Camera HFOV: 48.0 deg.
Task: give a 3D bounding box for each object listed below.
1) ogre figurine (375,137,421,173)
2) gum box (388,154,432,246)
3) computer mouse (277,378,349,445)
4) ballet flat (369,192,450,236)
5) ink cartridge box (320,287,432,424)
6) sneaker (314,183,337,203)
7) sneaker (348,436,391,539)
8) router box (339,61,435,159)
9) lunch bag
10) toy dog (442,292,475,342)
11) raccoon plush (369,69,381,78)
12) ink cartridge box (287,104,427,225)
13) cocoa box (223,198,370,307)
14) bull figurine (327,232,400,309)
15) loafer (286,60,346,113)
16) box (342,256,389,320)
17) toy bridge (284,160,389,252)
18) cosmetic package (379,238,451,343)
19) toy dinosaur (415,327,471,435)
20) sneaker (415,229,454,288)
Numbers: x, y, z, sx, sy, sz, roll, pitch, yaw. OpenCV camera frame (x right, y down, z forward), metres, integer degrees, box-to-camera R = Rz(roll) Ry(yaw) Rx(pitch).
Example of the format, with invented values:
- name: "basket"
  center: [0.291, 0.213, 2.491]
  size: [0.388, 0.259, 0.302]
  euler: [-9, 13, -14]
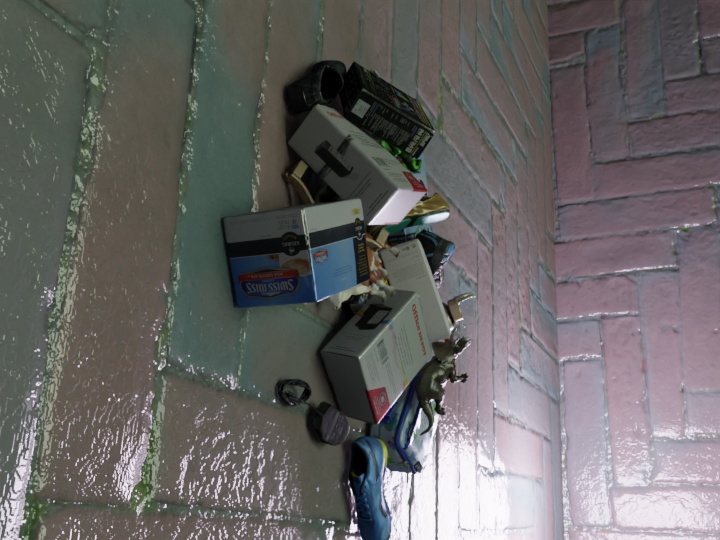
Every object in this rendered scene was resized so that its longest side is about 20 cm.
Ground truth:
- name: "ogre figurine"
  center: [0.045, -0.210, 1.554]
  size: [0.200, 0.098, 0.120]
  euler: [-28, 114, -24]
- name: "gum box"
  center: [0.100, -0.153, 1.741]
  size: [0.170, 0.044, 0.201]
  euler: [-18, 101, -65]
- name: "computer mouse"
  center: [-0.078, 0.224, 1.286]
  size: [0.200, 0.034, 0.059]
  euler: [51, 57, -44]
- name: "ballet flat"
  center: [0.091, -0.115, 1.636]
  size: [0.199, 0.069, 0.063]
  euler: [-15, 70, -32]
- name: "ink cartridge box"
  center: [0.033, 0.145, 1.417]
  size: [0.200, 0.083, 0.146]
  euler: [-45, 129, -42]
- name: "sneaker"
  center: [-0.033, -0.120, 1.395]
  size: [0.200, 0.067, 0.090]
  euler: [-62, 143, -41]
- name: "sneaker"
  center: [0.007, 0.391, 1.405]
  size: [0.078, 0.066, 0.201]
  euler: [9, 76, -54]
- name: "router box"
  center: [0.042, -0.288, 1.440]
  size: [0.150, 0.062, 0.200]
  euler: [27, 22, -17]
- name: "lunch bag"
  center: [0.092, 0.281, 1.568]
  size: [0.161, 0.082, 0.200]
  euler: [63, 39, -43]
- name: "toy dog"
  center: [0.183, 0.115, 1.776]
  size: [0.200, 0.132, 0.097]
  euler: [-11, 86, -66]
- name: "raccoon plush"
  center: [0.083, -0.344, 1.697]
  size: [0.134, 0.096, 0.201]
  euler: [-69, 145, -59]
- name: "ink cartridge box"
  center: [-0.004, -0.172, 1.337]
  size: [0.200, 0.084, 0.144]
  euler: [47, 19, 14]
- name: "cocoa box"
  center: [-0.086, -0.028, 1.182]
  size: [0.200, 0.133, 0.132]
  euler: [-21, 105, -65]
- name: "bull figurine"
  center: [0.000, 0.000, 1.414]
  size: [0.121, 0.065, 0.200]
  euler: [27, 40, -12]
- name: "loafer"
  center: [-0.058, -0.318, 1.383]
  size: [0.201, 0.070, 0.068]
  euler: [-54, 134, -57]
- name: "box"
  center: [0.030, 0.090, 1.537]
  size: [0.137, 0.040, 0.200]
  euler: [-66, 143, -47]
- name: "toy bridge"
  center: [-0.045, -0.094, 1.311]
  size: [0.200, 0.027, 0.067]
  euler: [38, 53, -16]
- name: "cosmetic package"
  center: [0.111, 0.047, 1.594]
  size: [0.108, 0.085, 0.201]
  euler: [27, 45, -82]
- name: "toy dinosaur"
  center: [0.139, 0.207, 1.517]
  size: [0.102, 0.077, 0.200]
  euler: [42, 77, -37]
- name: "sneaker"
  center: [0.134, -0.002, 1.711]
  size: [0.073, 0.082, 0.200]
  euler: [-37, 155, -46]
